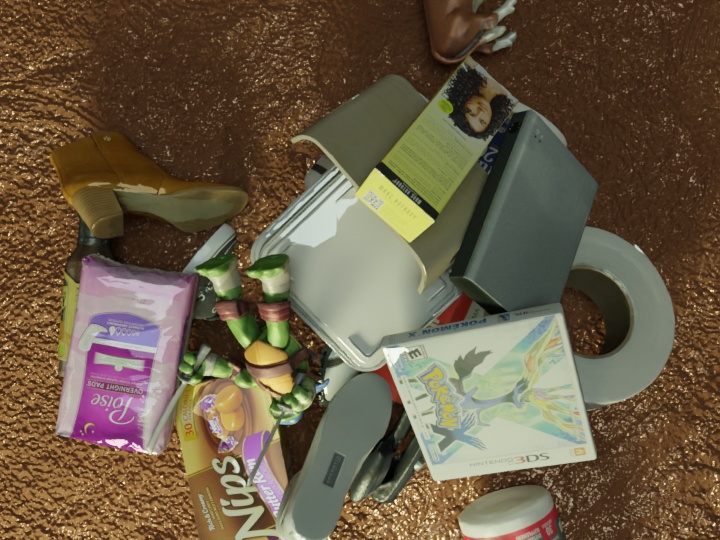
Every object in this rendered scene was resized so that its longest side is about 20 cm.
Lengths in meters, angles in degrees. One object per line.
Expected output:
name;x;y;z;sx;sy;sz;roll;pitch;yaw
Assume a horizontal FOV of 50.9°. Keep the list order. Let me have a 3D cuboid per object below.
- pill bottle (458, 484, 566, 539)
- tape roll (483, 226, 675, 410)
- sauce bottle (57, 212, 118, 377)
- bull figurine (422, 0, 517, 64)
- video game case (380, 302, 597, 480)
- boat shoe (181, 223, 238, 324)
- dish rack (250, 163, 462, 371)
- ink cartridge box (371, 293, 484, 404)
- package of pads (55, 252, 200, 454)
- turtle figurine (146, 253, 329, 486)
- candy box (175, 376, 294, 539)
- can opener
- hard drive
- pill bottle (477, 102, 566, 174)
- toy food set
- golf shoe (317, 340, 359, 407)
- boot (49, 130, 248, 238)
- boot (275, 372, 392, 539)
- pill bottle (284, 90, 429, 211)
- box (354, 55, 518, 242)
pill bottle;0.193;0.357;0.856;0.110;0.111;0.201;-19;88;-2
tape roll;0.244;0.054;0.851;0.202;0.071;0.203;2;71;-6
sauce bottle;-0.314;0.024;0.885;0.064;0.065;0.201;3;86;-1
bull figurine;0.116;-0.346;0.905;0.121;0.065;0.201;-10;89;2
video game case;0.136;0.134;0.785;0.182;0.022;0.200;-12;120;16
boat shoe;-0.193;0.042;0.885;0.066;0.070;0.200;35;88;-7
dish rack;0.000;0.000;0.804;0.172;0.044;0.200;-43;100;5
ink cartridge box;0.124;0.108;0.896;0.200;0.050;0.163;25;87;-3
package of pads;-0.251;0.088;0.817;0.120;0.076;0.201;11;94;-3
turtle figurine;-0.116;0.091;0.750;0.199;0.144;0.195;-18;109;-27
candy box;-0.142;0.221;0.883;0.116;0.056;0.201;-11;87;-1
can opener;0.059;0.186;0.864;0.063;0.079;0.200;34;102;4
hard drive;0.173;-0.043;0.783;0.139;0.033;0.200;37;67;-33
pill bottle;0.140;-0.088;0.873;0.111;0.111;0.200;33;88;0
toy food set;0.040;-0.093;0.770;0.200;0.060;0.143;49;56;1
golf shoe;0.016;0.075;0.874;0.094;0.078;0.201;24;90;11
boot;-0.246;-0.111;0.885;0.201;0.071;0.144;-12;53;-33
boot;-0.037;0.208;0.842;0.073;0.096;0.200;35;62;-8
pill bottle;0.009;-0.108;0.870;0.114;0.114;0.200;39;88;1
box;0.078;-0.123;0.736;0.075;0.050;0.200;40;57;-6
